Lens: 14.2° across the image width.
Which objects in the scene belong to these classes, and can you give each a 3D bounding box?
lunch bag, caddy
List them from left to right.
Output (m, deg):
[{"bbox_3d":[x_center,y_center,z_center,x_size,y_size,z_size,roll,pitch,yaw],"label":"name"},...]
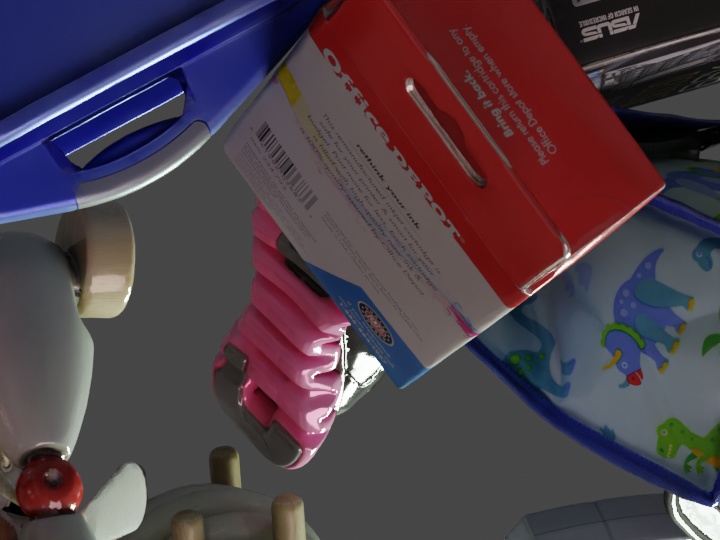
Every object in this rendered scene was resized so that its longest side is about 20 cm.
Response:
[{"bbox_3d":[-0.098,-0.076,0.995,0.199,0.105,0.141,-30,180,-14],"label":"caddy"},{"bbox_3d":[0.117,0.000,1.155,0.170,0.199,0.128,1,110,-55],"label":"lunch bag"}]

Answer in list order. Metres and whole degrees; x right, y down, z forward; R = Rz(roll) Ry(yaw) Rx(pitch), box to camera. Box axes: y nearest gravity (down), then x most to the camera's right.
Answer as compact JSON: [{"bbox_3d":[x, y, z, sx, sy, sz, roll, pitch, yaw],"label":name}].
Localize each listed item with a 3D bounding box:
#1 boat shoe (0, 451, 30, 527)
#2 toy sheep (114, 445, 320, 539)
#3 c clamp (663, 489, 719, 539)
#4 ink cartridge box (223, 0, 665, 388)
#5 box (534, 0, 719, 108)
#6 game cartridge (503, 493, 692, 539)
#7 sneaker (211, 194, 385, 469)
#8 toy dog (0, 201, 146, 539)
[{"bbox_3d":[-0.191,0.083,1.278,0.073,0.075,0.200,-32,157,-2],"label":"boat shoe"},{"bbox_3d":[-0.071,0.161,1.377,0.137,0.200,0.139,-4,102,-17],"label":"toy sheep"},{"bbox_3d":[0.247,0.106,1.580,0.200,0.027,0.171,-42,133,11],"label":"c clamp"},{"bbox_3d":[0.029,-0.042,0.991,0.067,0.116,0.200,-36,178,-20],"label":"ink cartridge box"},{"bbox_3d":[0.125,-0.102,1.126,0.157,0.050,0.200,-16,177,-10],"label":"box"},{"bbox_3d":[0.155,0.177,1.648,0.199,0.041,0.133,2,137,-33],"label":"game cartridge"},{"bbox_3d":[0.000,0.000,1.278,0.095,0.079,0.200,-27,156,-36],"label":"sneaker"},{"bbox_3d":[-0.144,0.066,1.190,0.131,0.201,0.096,18,154,-13],"label":"toy dog"}]
